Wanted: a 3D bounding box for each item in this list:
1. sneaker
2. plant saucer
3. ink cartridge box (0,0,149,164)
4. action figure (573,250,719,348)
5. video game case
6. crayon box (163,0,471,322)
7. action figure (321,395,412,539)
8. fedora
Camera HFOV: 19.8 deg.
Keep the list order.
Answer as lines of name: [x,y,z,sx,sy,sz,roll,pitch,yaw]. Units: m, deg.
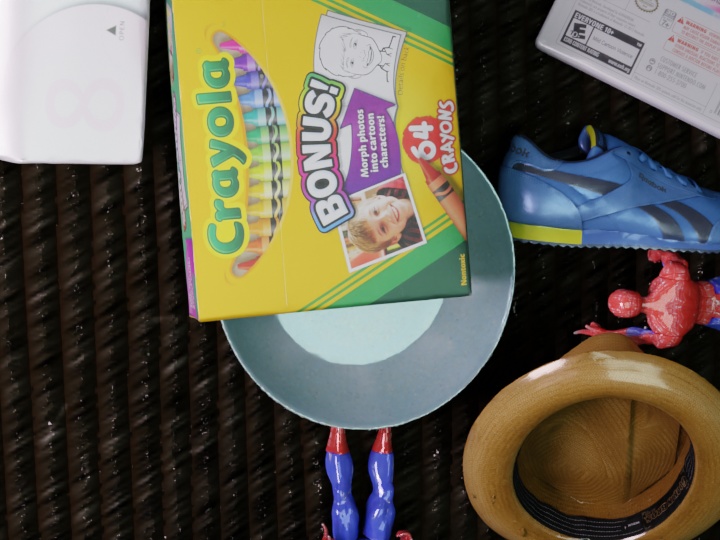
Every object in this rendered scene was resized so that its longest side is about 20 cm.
sneaker: [0.186,-0.053,1.373,0.198,0.066,0.079,4,96,-18]
plant saucer: [0.000,0.000,1.332,0.199,0.039,0.203,-1,93,-14]
ink cartridge box: [-0.227,-0.148,1.237,0.198,0.057,0.164,-1,101,-22]
action figure: [0.227,0.019,1.407,0.199,0.099,0.066,1,98,-40]
video game case: [0.241,-0.184,1.341,0.199,0.024,0.183,27,92,8]
crayon box: [-0.027,-0.077,1.271,0.171,0.058,0.202,-6,93,-13]
action figure: [0.000,0.181,1.371,0.065,0.052,0.202,-2,103,-20]
fedora: [0.160,0.108,1.367,0.199,0.082,0.202,2,133,2]
